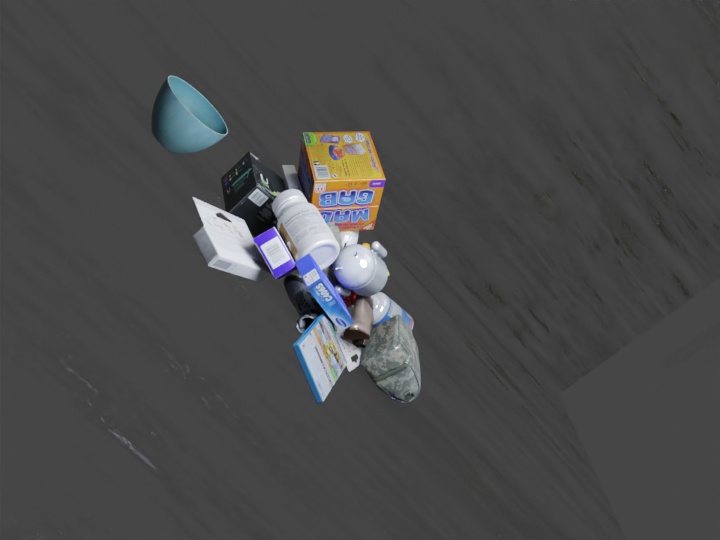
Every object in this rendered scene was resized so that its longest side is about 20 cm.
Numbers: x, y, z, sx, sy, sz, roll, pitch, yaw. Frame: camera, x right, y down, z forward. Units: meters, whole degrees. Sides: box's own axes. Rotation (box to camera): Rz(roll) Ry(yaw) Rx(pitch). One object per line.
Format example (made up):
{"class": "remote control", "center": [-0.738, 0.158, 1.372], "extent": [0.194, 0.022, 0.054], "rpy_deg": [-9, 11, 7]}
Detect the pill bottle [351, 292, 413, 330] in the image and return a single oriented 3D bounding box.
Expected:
{"class": "pill bottle", "center": [0.066, 0.137, 1.997], "extent": [0.200, 0.112, 0.113], "rpy_deg": [39, 18, -31]}

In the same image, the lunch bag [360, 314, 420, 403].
{"class": "lunch bag", "center": [0.099, 0.251, 1.770], "extent": [0.168, 0.139, 0.200], "rpy_deg": [52, 17, -17]}

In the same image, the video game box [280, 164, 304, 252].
{"class": "video game box", "center": [-0.205, -0.185, 1.895], "extent": [0.046, 0.184, 0.201], "rpy_deg": [-1, 37, -16]}

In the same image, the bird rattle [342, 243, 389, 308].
{"class": "bird rattle", "center": [0.005, 0.017, 1.853], "extent": [0.111, 0.201, 0.164], "rpy_deg": [6, 54, -14]}

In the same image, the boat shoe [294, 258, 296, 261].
{"class": "boat shoe", "center": [-0.142, -0.051, 1.915], "extent": [0.076, 0.074, 0.200], "rpy_deg": [43, 15, -8]}

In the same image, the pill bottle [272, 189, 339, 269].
{"class": "pill bottle", "center": [-0.142, -0.102, 1.585], "extent": [0.114, 0.114, 0.201], "rpy_deg": [27, 27, -55]}

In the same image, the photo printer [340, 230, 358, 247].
{"class": "photo printer", "center": [-0.059, -0.062, 1.927], "extent": [0.069, 0.168, 0.200], "rpy_deg": [21, 18, -6]}

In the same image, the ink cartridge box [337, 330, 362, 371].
{"class": "ink cartridge box", "center": [-0.061, 0.170, 1.723], "extent": [0.202, 0.050, 0.161], "rpy_deg": [70, 17, 3]}

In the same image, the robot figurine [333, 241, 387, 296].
{"class": "robot figurine", "center": [0.000, 0.000, 1.651], "extent": [0.113, 0.170, 0.200], "rpy_deg": [40, 2, 26]}

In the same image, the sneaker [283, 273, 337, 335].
{"class": "sneaker", "center": [-0.136, 0.093, 1.594], "extent": [0.201, 0.075, 0.114], "rpy_deg": [54, 13, 6]}

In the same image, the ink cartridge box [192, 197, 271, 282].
{"class": "ink cartridge box", "center": [-0.317, -0.069, 1.524], "extent": [0.177, 0.045, 0.200], "rpy_deg": [59, 17, 26]}

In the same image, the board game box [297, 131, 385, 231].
{"class": "board game box", "center": [-0.062, -0.251, 1.814], "extent": [0.198, 0.201, 0.201], "rpy_deg": [-4, 52, -15]}

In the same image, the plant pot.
{"class": "plant pot", "center": [-0.468, -0.386, 1.676], "extent": [0.200, 0.135, 0.200], "rpy_deg": [46, 16, -16]}

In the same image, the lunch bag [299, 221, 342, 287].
{"class": "lunch bag", "center": [-0.101, -0.030, 1.726], "extent": [0.164, 0.116, 0.202], "rpy_deg": [-32, 125, -81]}

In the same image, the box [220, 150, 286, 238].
{"class": "box", "center": [-0.289, -0.205, 1.775], "extent": [0.148, 0.124, 0.201], "rpy_deg": [40, 18, -36]}

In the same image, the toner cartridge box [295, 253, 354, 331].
{"class": "toner cartridge box", "center": [-0.084, 0.055, 1.537], "extent": [0.200, 0.043, 0.095], "rpy_deg": [57, 4, -48]}

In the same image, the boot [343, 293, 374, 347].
{"class": "boot", "center": [-0.001, 0.117, 1.718], "extent": [0.200, 0.069, 0.148], "rpy_deg": [76, 19, -69]}

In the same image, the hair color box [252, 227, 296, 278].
{"class": "hair color box", "center": [-0.208, -0.039, 1.589], "extent": [0.110, 0.064, 0.200], "rpy_deg": [60, -3, -1]}

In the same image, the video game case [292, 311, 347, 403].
{"class": "video game case", "center": [-0.089, 0.195, 1.471], "extent": [0.144, 0.018, 0.200], "rpy_deg": [68, 20, -11]}
